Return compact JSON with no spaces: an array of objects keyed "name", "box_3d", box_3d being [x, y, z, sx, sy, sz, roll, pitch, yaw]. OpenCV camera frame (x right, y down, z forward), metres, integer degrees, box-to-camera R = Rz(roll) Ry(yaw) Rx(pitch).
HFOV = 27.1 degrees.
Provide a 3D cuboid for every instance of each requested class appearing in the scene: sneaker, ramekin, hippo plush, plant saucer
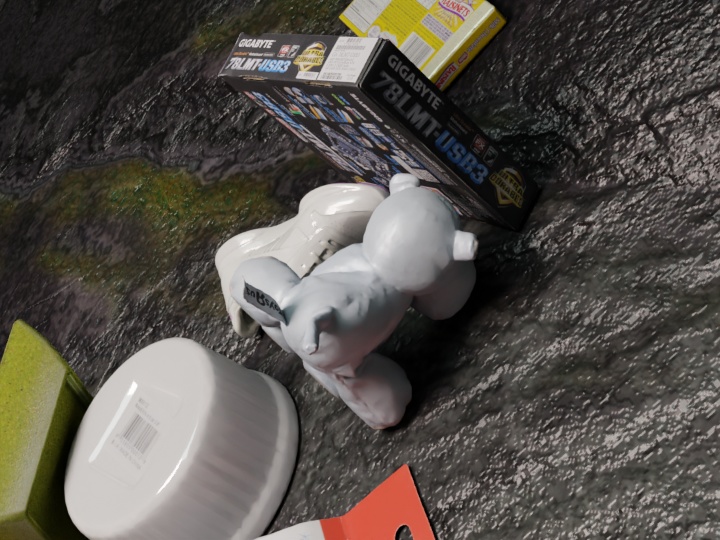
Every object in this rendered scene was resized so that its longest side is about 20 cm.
[{"name":"sneaker","box_3d":[-0.042,-0.006,1.288,0.199,0.074,0.101,-29,56,35]},{"name":"ramekin","box_3d":[-0.155,0.155,1.241,0.199,0.097,0.202,-30,41,30]},{"name":"hippo plush","box_3d":[0.000,0.000,1.132,0.161,0.200,0.159,-48,57,-7]},{"name":"plant saucer","box_3d":[-0.265,0.177,1.293,0.047,0.201,0.202,0,56,16]}]

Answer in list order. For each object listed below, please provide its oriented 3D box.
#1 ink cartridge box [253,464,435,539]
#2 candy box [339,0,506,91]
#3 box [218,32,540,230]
[{"name":"ink cartridge box","box_3d":[-0.032,0.245,1.069,0.200,0.057,0.163,-46,35,18]},{"name":"candy box","box_3d":[0.054,-0.235,1.394,0.102,0.026,0.200,-45,36,6]},{"name":"box","box_3d":[0.013,-0.113,1.187,0.198,0.199,0.050,17,73,54]}]
